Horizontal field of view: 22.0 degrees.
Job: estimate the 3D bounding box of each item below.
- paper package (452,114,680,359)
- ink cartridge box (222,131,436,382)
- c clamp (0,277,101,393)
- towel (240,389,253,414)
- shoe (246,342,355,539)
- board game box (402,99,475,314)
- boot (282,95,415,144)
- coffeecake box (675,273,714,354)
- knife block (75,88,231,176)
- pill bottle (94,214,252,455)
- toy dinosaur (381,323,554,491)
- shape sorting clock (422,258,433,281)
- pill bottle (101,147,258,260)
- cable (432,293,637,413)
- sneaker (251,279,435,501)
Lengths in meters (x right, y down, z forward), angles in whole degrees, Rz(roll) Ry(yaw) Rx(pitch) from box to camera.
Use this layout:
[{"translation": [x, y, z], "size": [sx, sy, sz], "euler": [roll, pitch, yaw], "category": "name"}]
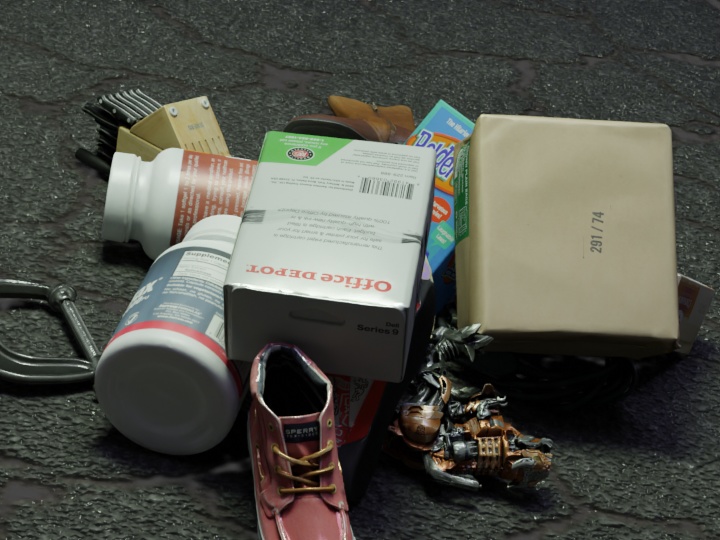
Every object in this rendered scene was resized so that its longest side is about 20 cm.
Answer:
[{"translation": [0.179, -0.027, 1.643], "size": [0.189, 0.201, 0.103], "euler": [3, -11, -11], "category": "paper package"}, {"translation": [-0.022, -0.014, 1.474], "size": [0.145, 0.084, 0.201], "euler": [7, 41, 5], "category": "ink cartridge box"}, {"translation": [-0.264, 0.057, 1.601], "size": [0.170, 0.027, 0.200], "euler": [-4, 31, -31], "category": "c clamp"}, {"translation": [-0.080, 0.077, 1.634], "size": [0.199, 0.031, 0.149], "euler": [28, 30, 30], "category": "towel"}, {"translation": [-0.046, 0.150, 1.367], "size": [0.071, 0.091, 0.201], "euler": [-8, 47, -10], "category": "shoe"}, {"translation": [0.064, -0.049, 1.777], "size": [0.045, 0.200, 0.152], "euler": [39, 2, -42], "category": "board game box"}, {"translation": [-0.011, -0.171, 2.139], "size": [0.187, 0.069, 0.200], "euler": [5, 25, -14], "category": "boot"}, {"translation": [0.226, 0.009, 1.799], "size": [0.199, 0.073, 0.153], "euler": [23, 3, 23], "category": "coffeecake box"}, {"translation": [-0.214, -0.101, 1.930], "size": [0.064, 0.175, 0.201], "euler": [-19, 84, -46], "category": "knife block"}, {"translation": [-0.133, 0.046, 1.528], "size": [0.119, 0.120, 0.200], "euler": [14, 37, 5], "category": "pill bottle"}, {"translation": [0.063, 0.120, 1.541], "size": [0.199, 0.102, 0.136], "euler": [28, 43, -8], "category": "toy dinosaur"}, {"translation": [0.000, 0.000, 1.632], "size": [0.039, 0.201, 0.200], "euler": [-26, -4, 41], "category": "shape sorting clock"}, {"translation": [-0.145, -0.057, 1.788], "size": [0.199, 0.113, 0.112], "euler": [9, 25, -7], "category": "pill bottle"}, {"translation": [0.168, 0.076, 1.736], "size": [0.199, 0.051, 0.163], "euler": [20, 21, 22], "category": "cable"}, {"translation": [-0.017, 0.083, 1.508], "size": [0.107, 0.067, 0.202], "euler": [15, 65, 20], "category": "sneaker"}]
